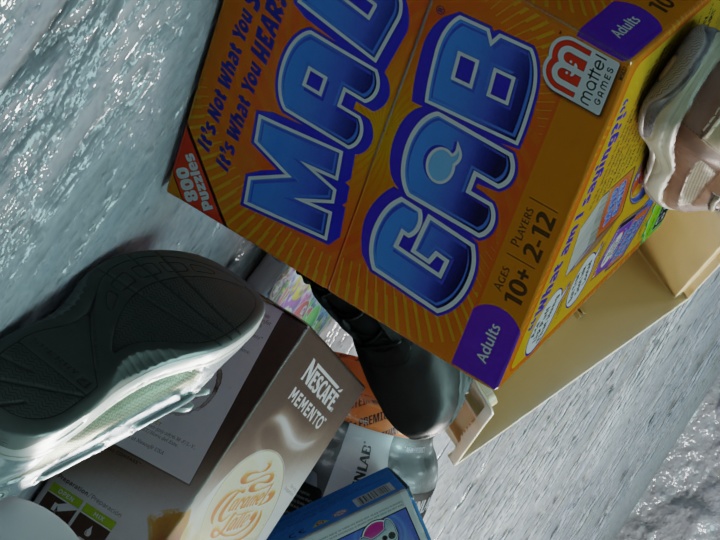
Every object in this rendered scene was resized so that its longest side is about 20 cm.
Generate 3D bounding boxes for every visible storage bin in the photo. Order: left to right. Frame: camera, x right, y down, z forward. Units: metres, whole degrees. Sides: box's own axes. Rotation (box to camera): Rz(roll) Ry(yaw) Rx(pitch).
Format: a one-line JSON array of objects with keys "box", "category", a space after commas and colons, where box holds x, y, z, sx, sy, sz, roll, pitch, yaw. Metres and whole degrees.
[{"box": [0.126, 0.015, 1.805, 0.200, 0.094, 0.199, -34, 172, -12], "category": "storage bin"}]

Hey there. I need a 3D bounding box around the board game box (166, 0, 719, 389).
[{"box": [0.058, -0.106, 1.401, 0.200, 0.200, 0.200, -41, 157, -51], "category": "board game box"}]

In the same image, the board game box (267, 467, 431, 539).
[{"box": [-0.028, 0.250, 1.696, 0.200, 0.196, 0.056, -24, -166, -7], "category": "board game box"}]

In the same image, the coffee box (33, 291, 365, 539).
[{"box": [-0.096, 0.110, 1.523, 0.200, 0.080, 0.114, -57, 156, -8], "category": "coffee box"}]

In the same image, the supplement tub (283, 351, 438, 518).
[{"box": [-0.026, 0.160, 1.780, 0.122, 0.122, 0.201, -19, 131, -68], "category": "supplement tub"}]

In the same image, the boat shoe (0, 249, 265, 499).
[{"box": [-0.123, 0.050, 1.370, 0.202, 0.074, 0.065, -35, 158, -49], "category": "boat shoe"}]

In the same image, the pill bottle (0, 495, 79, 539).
[{"box": [-0.185, 0.204, 1.376, 0.113, 0.113, 0.200, -48, 162, -37], "category": "pill bottle"}]

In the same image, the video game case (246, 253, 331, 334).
[{"box": [-0.033, 0.007, 1.684, 0.200, 0.018, 0.143, -54, 164, -22], "category": "video game case"}]

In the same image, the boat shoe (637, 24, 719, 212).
[{"box": [0.182, -0.057, 1.368, 0.076, 0.072, 0.200, -59, 165, 0], "category": "boat shoe"}]

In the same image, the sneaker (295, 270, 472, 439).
[{"box": [0.000, 0.000, 1.552, 0.076, 0.201, 0.091, -14, -175, 39], "category": "sneaker"}]
